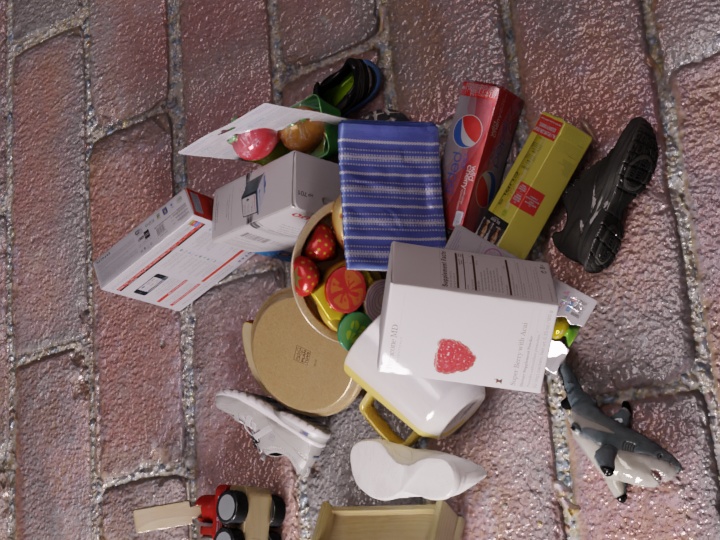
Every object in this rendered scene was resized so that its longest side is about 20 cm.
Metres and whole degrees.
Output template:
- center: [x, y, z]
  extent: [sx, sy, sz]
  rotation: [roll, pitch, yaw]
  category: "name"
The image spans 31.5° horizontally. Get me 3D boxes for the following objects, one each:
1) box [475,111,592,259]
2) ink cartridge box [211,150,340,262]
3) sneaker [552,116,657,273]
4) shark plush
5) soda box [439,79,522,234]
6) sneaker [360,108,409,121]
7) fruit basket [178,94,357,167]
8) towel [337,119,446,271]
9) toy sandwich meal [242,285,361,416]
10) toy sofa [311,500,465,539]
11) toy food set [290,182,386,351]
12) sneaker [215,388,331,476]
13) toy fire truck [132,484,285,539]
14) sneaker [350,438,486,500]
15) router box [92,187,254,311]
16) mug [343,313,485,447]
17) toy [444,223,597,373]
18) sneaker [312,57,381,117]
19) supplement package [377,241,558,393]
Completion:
- center: [0.219, -0.100, 1.650]
  extent: [0.202, 0.050, 0.075]
  rotation: [-60, 24, 7]
  category: "box"
- center: [-0.094, -0.085, 1.782]
  extent: [0.199, 0.145, 0.087]
  rotation: [-21, 62, 48]
  category: "ink cartridge box"
- center: [0.301, -0.103, 1.600]
  extent: [0.090, 0.076, 0.202]
  rotation: [28, 92, 42]
  category: "sneaker"
- center: [0.303, 0.194, 1.552]
  extent: [0.083, 0.091, 0.201]
  rotation: [-35, 38, 0]
  category: "shark plush"
- center: [0.152, -0.147, 1.709]
  extent: [0.063, 0.070, 0.203]
  rotation: [15, 88, 36]
  category: "soda box"
- center: [0.042, -0.148, 1.779]
  extent: [0.076, 0.080, 0.202]
  rotation: [-8, 50, -9]
  category: "sneaker"
- center: [-0.121, -0.191, 1.751]
  extent: [0.184, 0.198, 0.095]
  rotation: [-22, 69, 40]
  category: "fruit basket"
- center: [0.043, -0.099, 1.656]
  extent: [0.024, 0.142, 0.204]
  rotation: [139, 130, -67]
  category: "towel"
- center: [-0.070, 0.111, 1.782]
  extent: [0.202, 0.070, 0.209]
  rotation: [7, 106, 25]
  category: "toy sandwich meal"
- center: [0.039, 0.358, 1.668]
  extent: [0.197, 0.098, 0.084]
  rotation: [-8, 49, 32]
  category: "toy sofa"
- center: [0.000, 0.000, 1.686]
  extent: [0.200, 0.199, 0.048]
  rotation: [-42, 21, -22]
  category: "toy food set"
- center: [-0.138, 0.226, 1.812]
  extent: [0.198, 0.074, 0.083]
  rotation: [21, 90, 35]
  category: "sneaker"
- center: [-0.221, 0.393, 1.813]
  extent: [0.198, 0.128, 0.179]
  rotation: [-6, 75, 45]
  category: "toy fire truck"
- center: [0.074, 0.260, 1.656]
  extent: [0.198, 0.088, 0.077]
  rotation: [4, 93, 45]
  category: "sneaker"
- center: [-0.266, -0.026, 1.897]
  extent: [0.199, 0.179, 0.049]
  rotation: [-35, 61, 21]
  category: "router box"
- center: [0.082, 0.141, 1.666]
  extent: [0.149, 0.187, 0.153]
  rotation: [-38, 70, -17]
  category: "mug"
- center: [0.188, 0.031, 1.615]
  extent: [0.198, 0.047, 0.116]
  rotation: [30, 116, 7]
  category: "toy"
- center: [-0.056, -0.235, 1.864]
  extent: [0.200, 0.082, 0.071]
  rotation: [-47, 58, 18]
  category: "sneaker"
- center: [0.124, 0.055, 1.524]
  extent: [0.196, 0.120, 0.123]
  rotation: [7, 115, -1]
  category: "supplement package"
